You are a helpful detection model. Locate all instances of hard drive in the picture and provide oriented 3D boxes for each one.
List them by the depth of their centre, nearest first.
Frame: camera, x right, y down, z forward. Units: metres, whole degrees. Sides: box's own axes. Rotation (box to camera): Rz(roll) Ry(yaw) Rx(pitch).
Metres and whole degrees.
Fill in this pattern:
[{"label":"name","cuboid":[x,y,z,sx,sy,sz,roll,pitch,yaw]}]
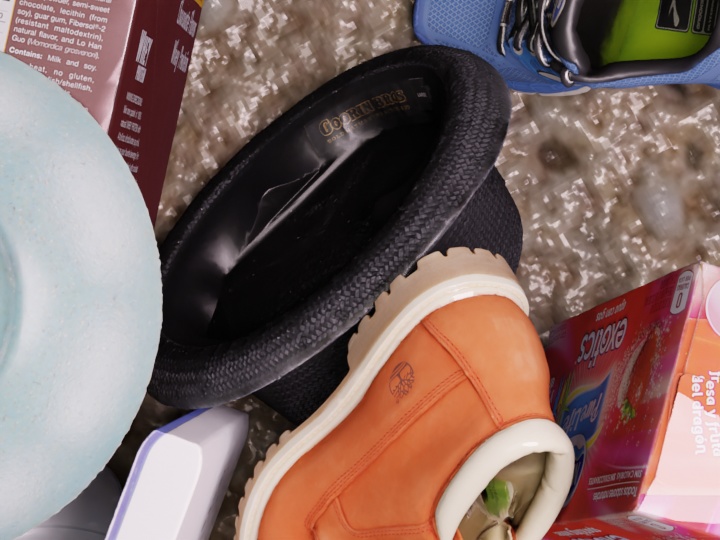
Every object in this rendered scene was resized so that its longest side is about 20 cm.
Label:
[{"label":"hard drive","cuboid":[-0.087,0.123,0.975,0.025,0.200,0.132,21,91,2]}]

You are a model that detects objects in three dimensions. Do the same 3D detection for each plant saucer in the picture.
[{"label":"plant saucer","cuboid":[-0.174,0.011,0.863,0.201,0.039,0.201,0,91,2]}]

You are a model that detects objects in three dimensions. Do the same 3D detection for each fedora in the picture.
[{"label":"fedora","cuboid":[0.000,0.000,1.012,0.201,0.201,0.092,-44,119,2]}]

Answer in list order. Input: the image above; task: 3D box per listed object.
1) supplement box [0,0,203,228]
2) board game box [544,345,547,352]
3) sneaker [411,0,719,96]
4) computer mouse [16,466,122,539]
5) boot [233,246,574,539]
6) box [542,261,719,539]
[{"label":"supplement box","cuboid":[-0.155,-0.056,0.980,0.133,0.197,0.200,12,91,2]},{"label":"board game box","cuboid":[0.058,0.156,1.039,0.200,0.062,0.200,-28,89,2]},{"label":"sneaker","cuboid":[0.097,-0.113,0.994,0.200,0.089,0.079,4,90,41]},{"label":"computer mouse","cuboid":[-0.205,0.115,1.041,0.200,0.044,0.110,-17,47,-3]},{"label":"boot","cuboid":[0.015,0.098,0.927,0.075,0.107,0.200,5,132,-32]},{"label":"box","cuboid":[0.132,0.067,0.907,0.100,0.200,0.096,17,79,-8]}]
